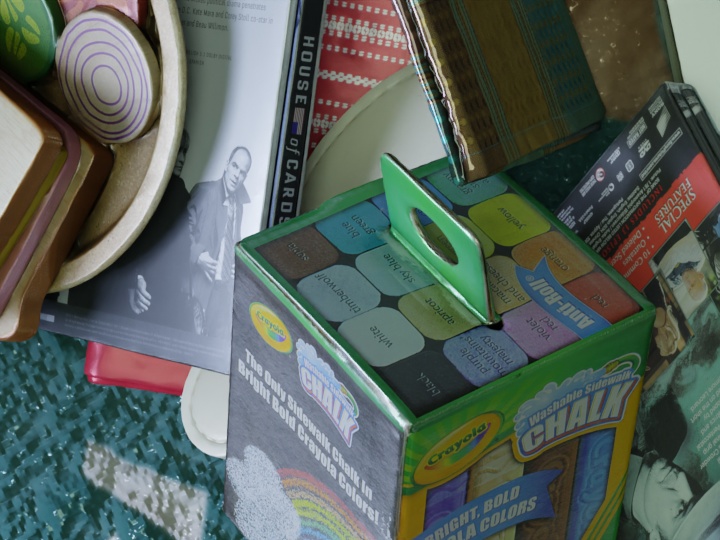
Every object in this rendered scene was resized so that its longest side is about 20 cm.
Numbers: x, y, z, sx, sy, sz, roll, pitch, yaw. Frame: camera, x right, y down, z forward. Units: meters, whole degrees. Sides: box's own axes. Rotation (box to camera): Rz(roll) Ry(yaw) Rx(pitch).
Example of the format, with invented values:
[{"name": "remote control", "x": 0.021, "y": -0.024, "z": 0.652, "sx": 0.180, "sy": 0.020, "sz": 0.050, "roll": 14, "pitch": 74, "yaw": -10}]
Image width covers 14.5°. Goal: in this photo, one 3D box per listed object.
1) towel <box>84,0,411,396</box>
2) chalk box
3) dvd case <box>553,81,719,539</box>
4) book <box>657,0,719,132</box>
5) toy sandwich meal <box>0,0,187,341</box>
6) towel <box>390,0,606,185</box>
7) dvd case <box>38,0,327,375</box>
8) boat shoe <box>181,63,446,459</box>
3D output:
[{"name": "towel", "x": -0.042, "y": -0.033, "z": 1.261, "sx": 0.144, "sy": 0.022, "sz": 0.201, "roll": 10, "pitch": 96, "yaw": 6}, {"name": "chalk box", "x": 0.029, "y": 0.041, "z": 1.122, "sx": 0.124, "sy": 0.123, "sz": 0.201, "roll": 46, "pitch": 145, "yaw": 35}, {"name": "dvd case", "x": 0.132, "y": 0.045, "z": 1.164, "sx": 0.146, "sy": 0.022, "sz": 0.201, "roll": -52, "pitch": 49, "yaw": 38}, {"name": "book", "x": 0.187, "y": -0.159, "z": 1.211, "sx": 0.133, "sy": 0.048, "sz": 0.201, "roll": -12, "pitch": 93, "yaw": 3}, {"name": "toy sandwich meal", "x": -0.161, "y": -0.076, "z": 1.215, "sx": 0.204, "sy": 0.070, "sz": 0.207, "roll": 3, "pitch": 95, "yaw": 37}, {"name": "towel", "x": 0.046, "y": -0.114, "z": 1.154, "sx": 0.022, "sy": 0.200, "sz": 0.147, "roll": -20, "pitch": 93, "yaw": 20}, {"name": "dvd case", "x": -0.083, "y": -0.064, "z": 1.220, "sx": 0.150, "sy": 0.025, "sz": 0.201, "roll": 12, "pitch": 95, "yaw": 40}, {"name": "boat shoe", "x": 0.000, "y": 0.000, "z": 1.217, "sx": 0.072, "sy": 0.059, "sz": 0.201, "roll": 38, "pitch": 98, "yaw": 41}]
